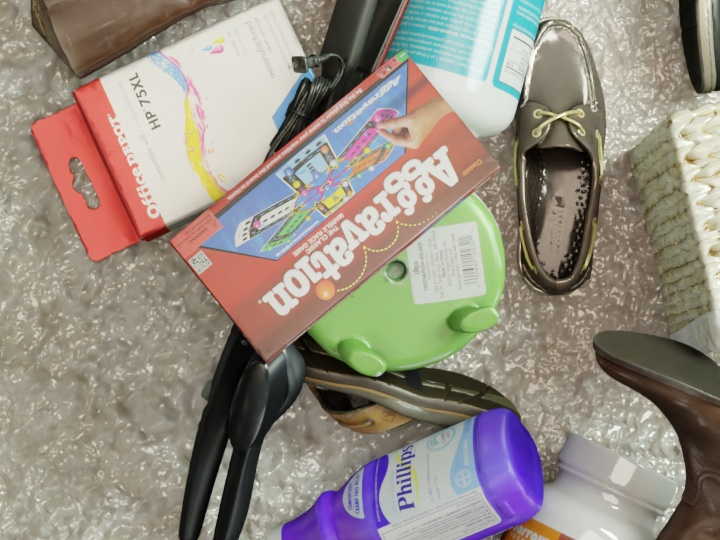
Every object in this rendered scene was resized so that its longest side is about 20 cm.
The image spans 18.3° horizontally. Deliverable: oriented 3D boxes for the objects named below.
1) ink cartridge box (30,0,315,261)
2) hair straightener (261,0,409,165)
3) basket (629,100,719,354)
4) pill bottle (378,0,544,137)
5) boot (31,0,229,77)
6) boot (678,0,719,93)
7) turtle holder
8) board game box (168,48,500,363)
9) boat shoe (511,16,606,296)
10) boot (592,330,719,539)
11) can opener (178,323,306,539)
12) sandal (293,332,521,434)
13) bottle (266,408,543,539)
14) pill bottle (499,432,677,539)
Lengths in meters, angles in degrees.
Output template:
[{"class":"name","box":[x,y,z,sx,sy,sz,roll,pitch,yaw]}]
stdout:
[{"class":"ink cartridge box","box":[-0.124,-0.097,1.573,0.199,0.067,0.117,-26,91,-3]},{"class":"hair straightener","box":[-0.031,-0.128,1.513,0.041,0.077,0.201,35,102,40]},{"class":"basket","box":[0.298,-0.042,1.523,0.197,0.200,0.162,-16,87,-2]},{"class":"pill bottle","box":[0.067,-0.169,1.562,0.110,0.111,0.202,16,87,-1]},{"class":"boot","box":[-0.160,-0.254,1.579,0.199,0.064,0.188,-23,85,3]},{"class":"boot","box":[0.306,-0.224,1.595,0.149,0.073,0.202,3,82,-2]},{"class":"turtle holder","box":[0.009,0.007,1.541,0.185,0.132,0.141,-38,96,4]},{"class":"board game box","box":[-0.017,-0.042,1.459,0.200,0.019,0.103,-40,85,-4]},{"class":"boat shoe","box":[0.141,-0.083,1.587,0.071,0.060,0.202,2,88,-1]},{"class":"boot","box":[0.203,0.157,1.471,0.185,0.064,0.201,25,114,4]},{"class":"can opener","box":[-0.090,0.117,1.538,0.063,0.079,0.201,33,126,16]},{"class":"sandal","box":[0.014,0.089,1.579,0.199,0.082,0.055,17,109,-8]},{"class":"bottle","box":[0.029,0.166,1.544,0.199,0.084,0.065,-25,125,21]},{"class":"pill bottle","box":[0.142,0.221,1.550,0.112,0.112,0.201,25,87,-1]}]
